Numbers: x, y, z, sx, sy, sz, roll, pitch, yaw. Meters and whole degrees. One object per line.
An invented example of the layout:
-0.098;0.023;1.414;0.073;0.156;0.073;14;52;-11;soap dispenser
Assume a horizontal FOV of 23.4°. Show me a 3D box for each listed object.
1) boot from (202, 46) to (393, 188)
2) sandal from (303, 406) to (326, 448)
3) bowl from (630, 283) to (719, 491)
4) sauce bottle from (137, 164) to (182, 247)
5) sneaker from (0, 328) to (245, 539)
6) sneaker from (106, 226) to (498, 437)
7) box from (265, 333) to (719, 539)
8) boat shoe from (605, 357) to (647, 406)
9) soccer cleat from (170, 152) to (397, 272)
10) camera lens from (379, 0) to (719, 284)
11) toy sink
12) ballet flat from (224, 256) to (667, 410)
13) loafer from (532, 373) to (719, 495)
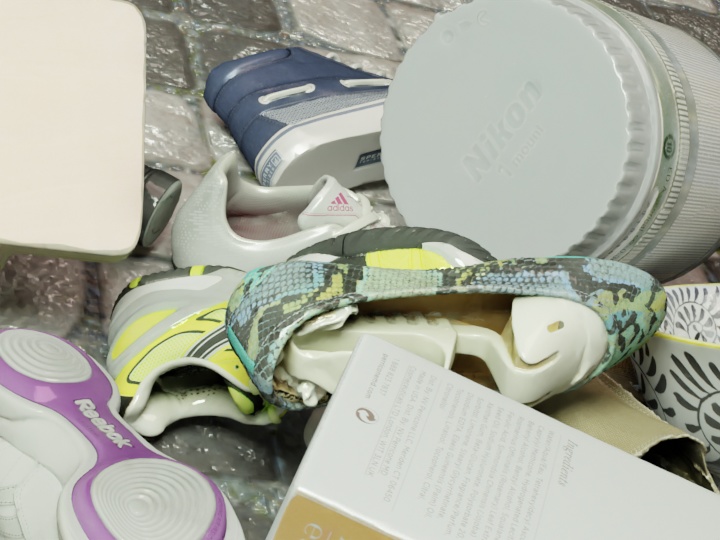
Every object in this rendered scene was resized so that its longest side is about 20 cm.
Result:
0.006;-0.103;1.057;0.200;0.073;0.090;-12;54;-39;boot
0.056;0.133;0.801;0.202;0.050;0.082;37;20;10;sandal
0.222;0.068;0.861;0.200;0.095;0.201;2;8;0;bowl
-0.190;-0.075;0.917;0.200;0.065;0.065;30;35;7;sauce bottle
-0.107;0.107;0.681;0.075;0.100;0.200;4;26;-34;sneaker
-0.025;0.036;0.811;0.199;0.075;0.077;-13;46;18;sneaker
0.053;0.146;0.686;0.200;0.153;0.106;24;34;2;box
0.092;0.067;0.885;0.200;0.072;0.072;-5;45;-34;boat shoe
0.000;0.000;0.907;0.199;0.086;0.070;18;35;-9;soccer cleat
0.121;-0.069;0.968;0.160;0.160;0.200;41;19;24;camera lens
-0.210;-0.060;0.807;0.199;0.112;0.131;5;71;-20;toy sink
0.043;0.034;0.745;0.199;0.074;0.074;-2;40;-9;ballet flat
0.119;0.090;0.787;0.076;0.068;0.200;-19;55;-33;loafer
